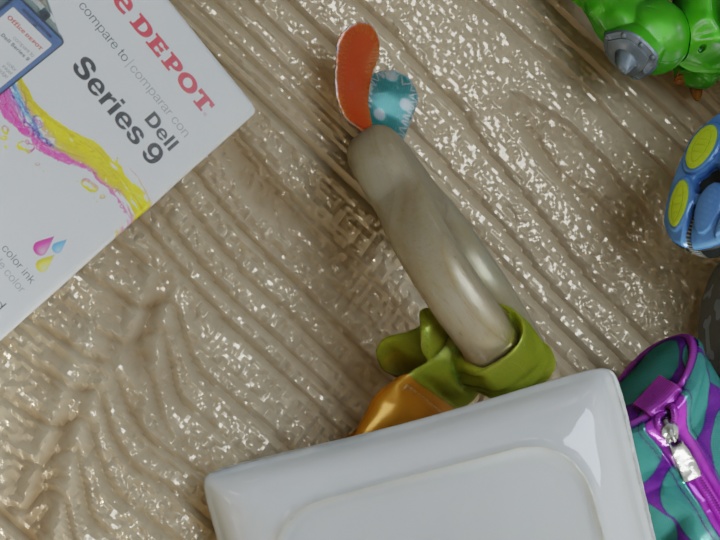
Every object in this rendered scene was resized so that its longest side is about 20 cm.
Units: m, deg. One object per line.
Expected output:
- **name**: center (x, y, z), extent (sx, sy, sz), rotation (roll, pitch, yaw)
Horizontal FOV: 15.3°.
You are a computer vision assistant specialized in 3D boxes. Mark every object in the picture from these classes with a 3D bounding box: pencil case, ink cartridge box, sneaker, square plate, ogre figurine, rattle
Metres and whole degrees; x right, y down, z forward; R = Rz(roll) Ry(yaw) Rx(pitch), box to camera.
- **pencil case**: center (0.187, 0.135, 1.355), extent (0.085, 0.092, 0.200), rotation (-35, 99, 3)
- **ink cartridge box**: center (-0.169, -0.061, 1.203), extent (0.200, 0.087, 0.145), rotation (-43, 100, -32)
- **sneaker**: center (0.238, -0.067, 1.382), extent (0.200, 0.071, 0.083), rotation (-41, 135, -24)
- **square plate**: center (0.047, 0.164, 1.242), extent (0.200, 0.028, 0.198), rotation (-15, 90, 0)
- **ogre figurine**: center (0.181, -0.159, 1.425), extent (0.200, 0.098, 0.120), rotation (4, 64, -41)
- **rattle**: center (0.000, 0.000, 1.320), extent (0.200, 0.143, 0.130), rotation (55, 25, 10)

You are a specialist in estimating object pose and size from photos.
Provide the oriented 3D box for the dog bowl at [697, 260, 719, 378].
- **dog bowl**: center (0.266, 0.047, 1.424), extent (0.200, 0.059, 0.200), rotation (14, 60, -25)
